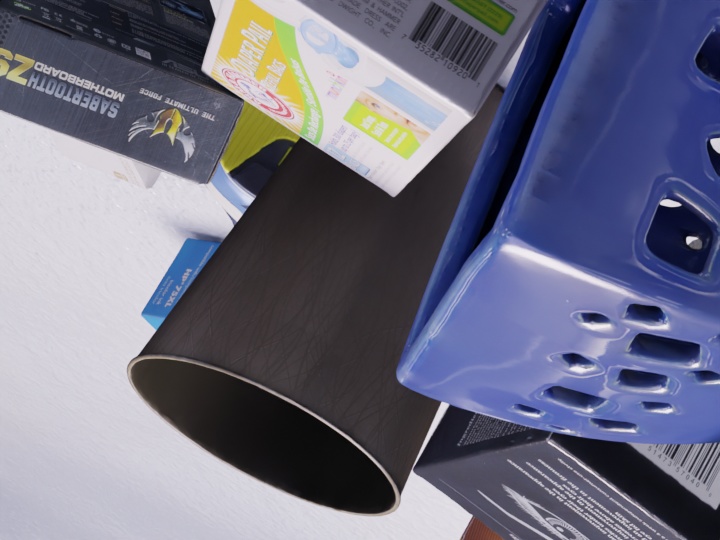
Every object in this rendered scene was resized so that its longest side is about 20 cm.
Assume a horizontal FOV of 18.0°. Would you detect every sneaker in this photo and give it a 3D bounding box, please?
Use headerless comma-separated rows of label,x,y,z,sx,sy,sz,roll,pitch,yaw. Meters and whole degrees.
sneaker,-0.018,-0.023,1.299,0.200,0.074,0.082,48,158,-20

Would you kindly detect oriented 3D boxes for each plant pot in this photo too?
plant pot,0.141,-0.030,0.866,0.179,0.201,0.200,25,161,-2

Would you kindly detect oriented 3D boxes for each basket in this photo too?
basket,0.000,0.000,1.127,0.136,0.201,0.180,41,159,-27

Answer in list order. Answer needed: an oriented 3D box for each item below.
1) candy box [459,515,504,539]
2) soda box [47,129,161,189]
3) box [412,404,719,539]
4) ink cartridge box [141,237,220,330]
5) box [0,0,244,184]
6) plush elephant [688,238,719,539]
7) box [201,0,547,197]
candy box,0.168,0.188,1.445,0.199,0.117,0.057,28,161,10
soda box,-0.155,-0.129,1.259,0.068,0.064,0.200,23,159,24
box,0.143,0.105,1.303,0.148,0.105,0.200,36,160,-13
ink cartridge box,-0.036,0.048,1.489,0.199,0.068,0.116,10,151,46
box,-0.160,-0.121,1.074,0.199,0.051,0.158,20,-159,-20
plush elephant,0.234,0.097,1.052,0.199,0.156,0.165,14,165,31
box,0.009,-0.115,0.946,0.112,0.102,0.200,33,170,-2
